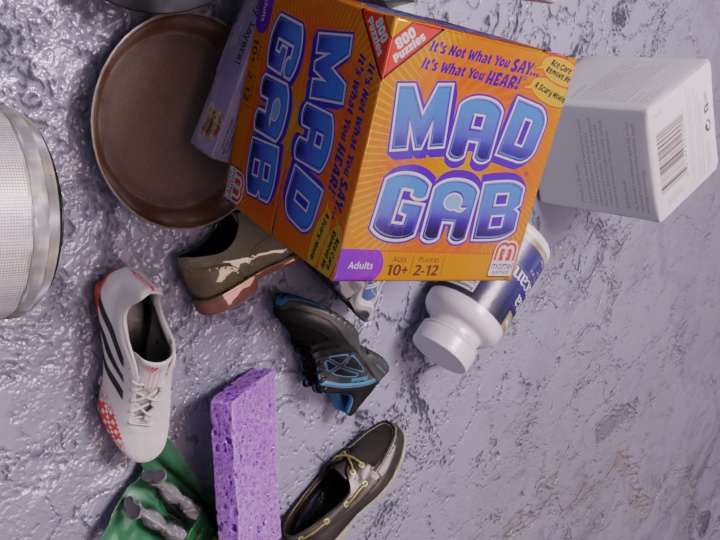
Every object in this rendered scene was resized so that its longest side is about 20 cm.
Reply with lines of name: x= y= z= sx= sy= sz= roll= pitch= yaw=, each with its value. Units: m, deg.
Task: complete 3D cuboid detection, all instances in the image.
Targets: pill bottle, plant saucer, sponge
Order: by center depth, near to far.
plant saucer: x=-0.168 y=-0.141 z=0.818 sx=0.199 sy=0.032 sz=0.202 roll=-16 pitch=114 yaw=-41
sponge: x=-0.120 y=0.216 z=0.925 sx=0.111 sy=0.030 sz=0.202 roll=-31 pitch=122 yaw=-70
pill bottle: x=0.154 y=0.030 z=1.126 sx=0.201 sy=0.111 sz=0.111 roll=-55 pitch=133 yaw=-17

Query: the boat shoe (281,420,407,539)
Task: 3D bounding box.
boat shoe: x=-0.017 y=0.261 z=1.054 sx=0.202 sy=0.071 sz=0.061 roll=-51 pitch=135 yaw=-18

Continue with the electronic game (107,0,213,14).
electronic game: x=-0.170 y=-0.316 z=0.710 sx=0.198 sy=0.042 sz=0.202 roll=-3 pitch=102 yaw=-14

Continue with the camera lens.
camera lens: x=-0.323 y=-0.038 z=0.604 sx=0.199 sy=0.159 sz=0.162 roll=-6 pitch=106 yaw=-43

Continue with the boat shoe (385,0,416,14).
boat shoe: x=-0.020 y=-0.235 z=0.913 sx=0.199 sy=0.070 sz=0.064 roll=-28 pitch=120 yaw=-26

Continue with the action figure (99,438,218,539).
action figure: x=-0.176 y=0.277 z=0.921 sx=0.119 sy=0.054 sz=0.200 roll=-56 pitch=137 yaw=-20

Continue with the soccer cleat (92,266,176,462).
soccer cleat: x=-0.206 y=0.096 z=0.812 sx=0.068 sy=0.085 sz=0.202 roll=-16 pitch=113 yaw=-40

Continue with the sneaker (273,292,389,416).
sneaker: x=-0.039 y=0.097 z=0.985 sx=0.082 sy=0.073 sz=0.200 roll=-57 pitch=132 yaw=-14

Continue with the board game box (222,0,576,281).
board game box: x=0.025 y=-0.120 z=0.755 sx=0.198 sy=0.200 sz=0.202 roll=0 pitch=113 yaw=-37

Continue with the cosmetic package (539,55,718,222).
cosmetic package: x=0.361 y=-0.189 z=1.200 sx=0.165 sy=0.199 sz=0.166 roll=-37 pitch=125 yaw=-30

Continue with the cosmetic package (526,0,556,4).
cosmetic package: x=0.048 y=-0.316 z=0.747 sx=0.199 sy=0.199 sz=0.124 roll=0 pitch=108 yaw=-42

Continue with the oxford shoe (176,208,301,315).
oxford shoe: x=-0.100 y=-0.039 z=0.888 sx=0.200 sy=0.070 sz=0.074 roll=-42 pitch=125 yaw=-28

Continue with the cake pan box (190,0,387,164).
cake pan box: x=-0.045 y=-0.183 z=0.837 sx=0.183 sy=0.052 sz=0.202 roll=15 pitch=103 yaw=-43

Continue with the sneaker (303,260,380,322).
sneaker: x=0.000 y=0.000 z=0.940 sx=0.077 sy=0.076 sz=0.200 roll=-46 pitch=167 yaw=-4
